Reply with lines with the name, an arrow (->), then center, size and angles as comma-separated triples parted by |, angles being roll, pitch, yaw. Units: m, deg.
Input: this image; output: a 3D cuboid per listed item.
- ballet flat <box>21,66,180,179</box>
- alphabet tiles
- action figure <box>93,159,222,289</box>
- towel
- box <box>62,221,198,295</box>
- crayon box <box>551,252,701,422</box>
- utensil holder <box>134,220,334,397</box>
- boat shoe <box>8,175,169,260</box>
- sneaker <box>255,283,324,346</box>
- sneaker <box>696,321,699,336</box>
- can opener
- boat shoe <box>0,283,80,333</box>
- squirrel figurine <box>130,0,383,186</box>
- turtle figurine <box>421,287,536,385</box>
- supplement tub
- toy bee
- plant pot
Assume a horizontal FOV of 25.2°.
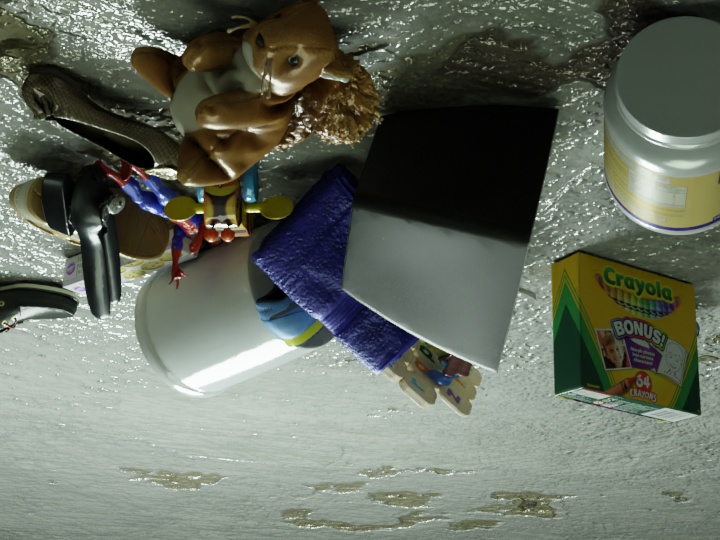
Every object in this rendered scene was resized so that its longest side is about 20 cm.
ballet flat -> -0.251, -0.134, 1.593 | 0.067, 0.046, 0.200 | -15, 144, 42
alphabet tiles -> 0.068, 0.096, 2.000 | 0.196, 0.200, 0.015 | 42, 116, -6
action figure -> -0.215, -0.048, 1.782 | 0.065, 0.099, 0.200 | -12, 157, 30
towel -> 0.000, 0.000, 1.741 | 0.200, 0.148, 0.050 | 43, 177, -10
box -> -0.276, -0.015, 1.931 | 0.200, 0.039, 0.041 | -17, 151, 35
crayon box -> 0.330, 0.085, 1.997 | 0.200, 0.173, 0.058 | 14, 157, -32
utensil holder -> -0.142, 0.044, 1.915 | 0.170, 0.170, 0.200 | 21, 147, -40
boat shoe -> -0.302, -0.062, 1.791 | 0.069, 0.074, 0.200 | 6, 167, 44
sneaker -> -0.038, -0.009, 1.799 | 0.066, 0.200, 0.078 | 11, 144, 56
sneaker -> 0.367, 0.101, 2.165 | 0.200, 0.078, 0.090 | -18, 155, 37
can opener -> -0.284, -0.032, 1.729 | 0.079, 0.063, 0.200 | 16, 139, 23
boat shoe -> -0.463, 0.053, 2.070 | 0.201, 0.063, 0.074 | 0, 155, -5
squirrel figurine -> -0.073, -0.176, 1.461 | 0.200, 0.142, 0.187 | 2, 152, -45
turtle figurine -> 0.111, 0.018, 1.967 | 0.144, 0.200, 0.194 | 20, 142, 24
supplement tub -> 0.299, -0.133, 1.503 | 0.145, 0.146, 0.200 | -3, 158, 7
toy bee -> -0.151, -0.071, 1.707 | 0.131, 0.109, 0.200 | -8, 156, 24
plant pot -> 0.084, -0.048, 1.618 | 0.177, 0.200, 0.200 | 13, 137, 6
